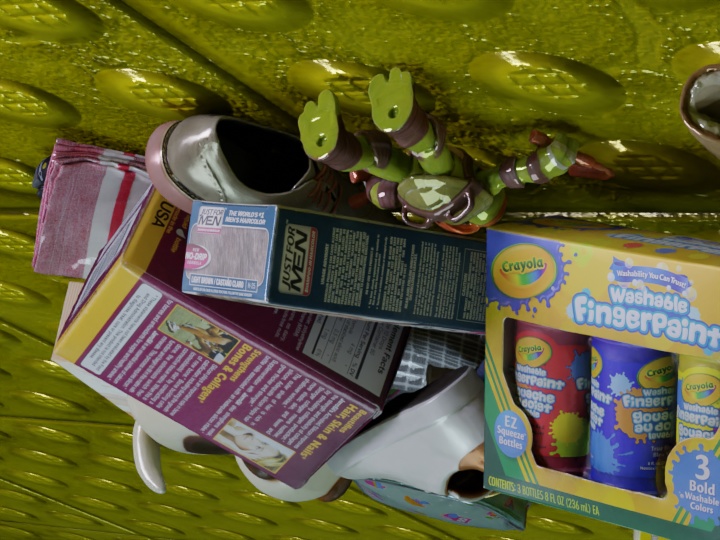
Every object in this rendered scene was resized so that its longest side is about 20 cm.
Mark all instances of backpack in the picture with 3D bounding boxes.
[{"bbox_3d":[0.068,0.117,1.858,0.175,0.154,0.200,13,159,19],"label":"backpack"}]

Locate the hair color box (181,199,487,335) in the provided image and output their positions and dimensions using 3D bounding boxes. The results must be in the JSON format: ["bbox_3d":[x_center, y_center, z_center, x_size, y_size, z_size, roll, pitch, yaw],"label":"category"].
[{"bbox_3d":[0.000,0.000,1.458,0.199,0.061,0.100,9,178,-35],"label":"hair color box"}]

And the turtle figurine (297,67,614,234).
[{"bbox_3d":[0.036,-0.058,1.401,0.199,0.065,0.161,-2,159,39],"label":"turtle figurine"}]

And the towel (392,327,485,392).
[{"bbox_3d":[0.089,0.042,1.685,0.199,0.086,0.166,11,164,4],"label":"towel"}]

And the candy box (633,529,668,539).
[{"bbox_3d":[0.193,0.102,1.558,0.026,0.201,0.102,3,142,4],"label":"candy box"}]

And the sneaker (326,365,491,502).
[{"bbox_3d":[0.041,0.128,1.587,0.085,0.073,0.200,53,155,-4],"label":"sneaker"}]

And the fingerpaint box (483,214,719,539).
[{"bbox_3d":[0.167,0.063,1.391,0.073,0.168,0.199,-10,-164,-44],"label":"fingerpaint box"}]

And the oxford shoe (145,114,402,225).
[{"bbox_3d":[-0.040,-0.045,1.510,0.199,0.071,0.074,21,156,-35],"label":"oxford shoe"}]

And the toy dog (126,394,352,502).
[{"bbox_3d":[-0.085,0.096,1.765,0.200,0.194,0.140,30,171,42],"label":"toy dog"}]

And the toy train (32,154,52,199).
[{"bbox_3d":[-0.133,-0.042,1.664,0.199,0.034,0.046,19,151,-19],"label":"toy train"}]

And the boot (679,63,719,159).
[{"bbox_3d":[0.280,-0.043,1.268,0.174,0.066,0.200,4,162,27],"label":"boot"}]

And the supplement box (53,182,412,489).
[{"bbox_3d":[-0.083,0.038,1.581,0.199,0.103,0.131,31,139,-11],"label":"supplement box"}]

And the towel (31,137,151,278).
[{"bbox_3d":[-0.125,-0.022,1.640,0.199,0.023,0.144,11,144,-6],"label":"towel"}]

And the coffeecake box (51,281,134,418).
[{"bbox_3d":[-0.155,0.082,2.042,0.153,0.073,0.200,7,164,18],"label":"coffeecake box"}]

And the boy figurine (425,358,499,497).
[{"bbox_3d":[0.098,0.097,1.616,0.124,0.065,0.200,21,152,-6],"label":"boy figurine"}]
